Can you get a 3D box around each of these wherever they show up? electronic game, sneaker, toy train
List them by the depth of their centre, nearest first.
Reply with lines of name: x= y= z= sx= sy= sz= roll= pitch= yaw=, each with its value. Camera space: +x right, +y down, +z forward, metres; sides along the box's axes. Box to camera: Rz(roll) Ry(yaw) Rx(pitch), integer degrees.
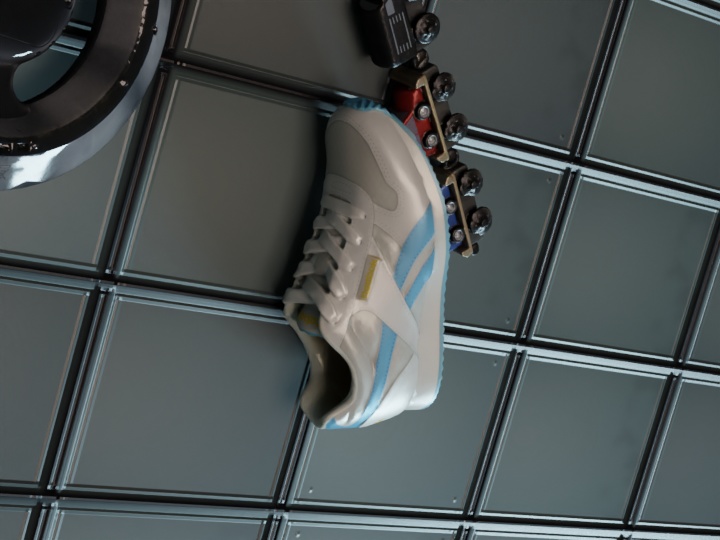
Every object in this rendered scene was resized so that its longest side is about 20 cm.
electronic game: x=-0.174 y=-0.139 z=0.885 sx=0.200 sy=0.042 sz=0.201 roll=-10 pitch=105 yaw=-41
sneaker: x=0.000 y=0.000 z=1.069 sx=0.081 sy=0.076 sz=0.201 roll=-18 pitch=114 yaw=-32
toy train: x=0.037 y=-0.089 z=1.094 sx=0.046 sy=0.034 sz=0.200 roll=-32 pitch=124 yaw=-23
